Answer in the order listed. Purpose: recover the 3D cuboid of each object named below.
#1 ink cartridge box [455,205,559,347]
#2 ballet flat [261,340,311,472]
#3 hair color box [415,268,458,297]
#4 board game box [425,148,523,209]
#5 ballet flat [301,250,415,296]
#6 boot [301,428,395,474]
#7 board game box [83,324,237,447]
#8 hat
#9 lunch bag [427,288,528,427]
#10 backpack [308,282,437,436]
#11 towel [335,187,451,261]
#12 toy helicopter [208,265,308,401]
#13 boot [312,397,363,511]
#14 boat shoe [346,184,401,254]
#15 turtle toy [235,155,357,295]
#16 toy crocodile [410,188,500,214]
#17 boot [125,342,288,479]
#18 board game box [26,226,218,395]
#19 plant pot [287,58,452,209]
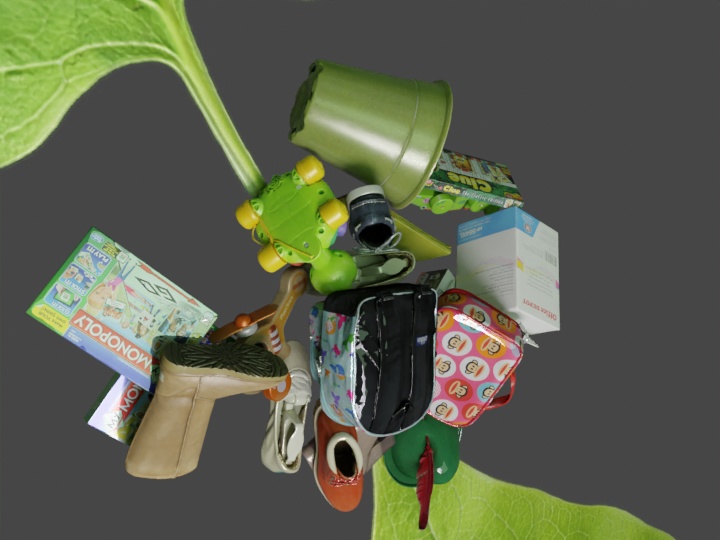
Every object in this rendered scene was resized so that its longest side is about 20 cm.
[{"bbox_3d":[0.241,0.021,1.187,0.128,0.125,0.201,24,62,-39],"label":"ink cartridge box"},{"bbox_3d":[-0.103,0.209,1.087,0.069,0.069,0.201,6,94,-31],"label":"ballet flat"},{"bbox_3d":[0.155,0.107,1.216,0.200,0.064,0.111,53,51,-26],"label":"hair color box"},{"bbox_3d":[0.162,-0.155,1.162,0.199,0.105,0.024,11,133,-21],"label":"board game box"},{"bbox_3d":[0.000,0.000,1.125,0.199,0.069,0.070,-11,102,-29],"label":"ballet flat"},{"bbox_3d":[-0.026,0.253,1.133,0.146,0.070,0.201,-26,118,-15],"label":"boot"},{"bbox_3d":[-0.270,0.155,1.012,0.134,0.029,0.200,39,77,-29],"label":"board game box"},{"bbox_3d":[0.146,0.317,1.190,0.165,0.176,0.201,29,82,-30],"label":"hat"},{"bbox_3d":[0.158,0.142,1.099,0.176,0.082,0.200,31,122,-1],"label":"lunch bag"},{"bbox_3d":[0.020,0.122,1.000,0.177,0.150,0.201,-7,95,-42],"label":"backpack"},{"bbox_3d":[0.047,-0.068,1.134,0.200,0.086,0.018,29,66,-31],"label":"towel"},{"bbox_3d":[-0.134,0.077,1.025,0.132,0.079,0.201,48,60,-46],"label":"toy helicopter"},{"bbox_3d":[-0.029,0.294,1.059,0.075,0.107,0.201,-13,116,-10],"label":"boot"},{"bbox_3d":[0.021,-0.057,1.040,0.075,0.200,0.062,-11,72,-2],"label":"boat shoe"},{"bbox_3d":[-0.075,-0.054,1.020,0.145,0.101,0.201,-33,71,12],"label":"turtle toy"},{"bbox_3d":[0.152,-0.125,1.203,0.199,0.062,0.068,-3,57,-29],"label":"toy crocodile"},{"bbox_3d":[-0.206,0.189,0.957,0.174,0.066,0.201,10,120,-22],"label":"boot"},{"bbox_3d":[-0.307,0.056,0.946,0.200,0.029,0.135,38,77,-17],"label":"board game box"},{"bbox_3d":[0.002,-0.214,1.042,0.189,0.200,0.201,18,88,-18],"label":"plant pot"}]
